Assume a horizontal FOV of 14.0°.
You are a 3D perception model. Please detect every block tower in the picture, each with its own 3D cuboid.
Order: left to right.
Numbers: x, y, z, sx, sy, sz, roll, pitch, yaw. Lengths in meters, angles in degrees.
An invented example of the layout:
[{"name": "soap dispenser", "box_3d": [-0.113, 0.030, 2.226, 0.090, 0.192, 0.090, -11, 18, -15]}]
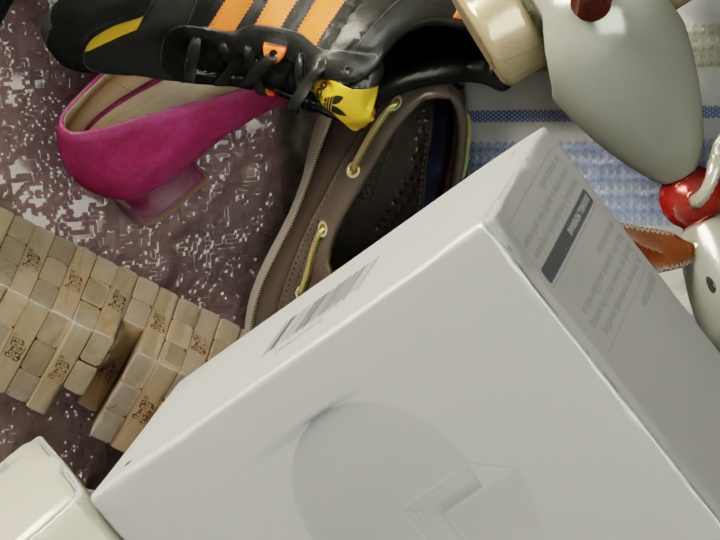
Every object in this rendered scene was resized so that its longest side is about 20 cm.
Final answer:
[{"name": "block tower", "box_3d": [-0.111, 0.035, 1.268, 0.200, 0.058, 0.054, 26, 122, -8]}]

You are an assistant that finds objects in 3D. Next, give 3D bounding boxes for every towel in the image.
[{"name": "towel", "box_3d": [0.112, -0.063, 1.256, 0.147, 0.024, 0.200, -1, 95, 29]}]

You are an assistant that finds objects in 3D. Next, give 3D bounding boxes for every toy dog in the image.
[{"name": "toy dog", "box_3d": [0.121, -0.059, 1.163, 0.200, 0.096, 0.132, 40, 96, -4]}]

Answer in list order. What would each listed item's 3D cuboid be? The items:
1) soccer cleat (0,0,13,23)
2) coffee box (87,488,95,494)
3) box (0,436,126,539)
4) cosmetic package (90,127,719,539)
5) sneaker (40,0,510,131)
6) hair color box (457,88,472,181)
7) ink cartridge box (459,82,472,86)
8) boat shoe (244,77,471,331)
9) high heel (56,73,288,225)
[{"name": "soccer cleat", "box_3d": [-0.157, -0.165, 1.264, 0.067, 0.081, 0.200, 22, 65, 3]}, {"name": "coffee box", "box_3d": [-0.096, 0.157, 1.287, 0.200, 0.080, 0.115, 13, 89, -16]}, {"name": "box", "box_3d": [-0.102, 0.184, 1.179, 0.109, 0.128, 0.200, -40, 104, -7]}, {"name": "cosmetic package", "box_3d": [0.045, 0.091, 1.130, 0.199, 0.123, 0.200, -35, 98, 23]}, {"name": "sneaker", "box_3d": [-0.029, -0.098, 1.214, 0.200, 0.070, 0.090, -10, 63, -12]}, {"name": "hair color box", "box_3d": [0.134, -0.037, 1.351, 0.200, 0.064, 0.111, -6, 93, -14]}, {"name": "ink cartridge box", "box_3d": [0.132, -0.164, 1.332, 0.200, 0.047, 0.160, -9, 72, 1]}, {"name": "boat shoe", "box_3d": [0.000, 0.000, 1.296, 0.072, 0.060, 0.200, 10, 106, -25]}, {"name": "high heel", "box_3d": [-0.052, -0.109, 1.274, 0.200, 0.096, 0.067, -43, 67, -3]}]
